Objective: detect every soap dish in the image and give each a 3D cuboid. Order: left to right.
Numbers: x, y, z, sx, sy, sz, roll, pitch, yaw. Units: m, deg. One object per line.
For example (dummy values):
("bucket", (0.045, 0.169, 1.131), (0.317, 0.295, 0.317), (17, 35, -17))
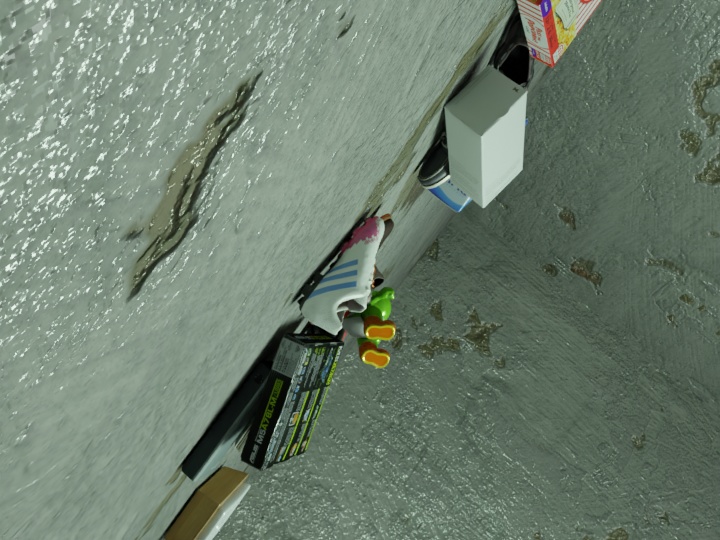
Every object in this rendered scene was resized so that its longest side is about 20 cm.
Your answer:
("soap dish", (-0.323, 0.510, 1.642), (0.159, 0.081, 0.200), (-53, 175, 7))

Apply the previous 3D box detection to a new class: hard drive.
("hard drive", (-0.198, 0.234, 1.229), (0.202, 0.033, 0.140), (-53, 175, -3))

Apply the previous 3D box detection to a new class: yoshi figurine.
("yoshi figurine", (0.027, 0.085, 1.402), (0.111, 0.113, 0.201), (-32, -151, 4))

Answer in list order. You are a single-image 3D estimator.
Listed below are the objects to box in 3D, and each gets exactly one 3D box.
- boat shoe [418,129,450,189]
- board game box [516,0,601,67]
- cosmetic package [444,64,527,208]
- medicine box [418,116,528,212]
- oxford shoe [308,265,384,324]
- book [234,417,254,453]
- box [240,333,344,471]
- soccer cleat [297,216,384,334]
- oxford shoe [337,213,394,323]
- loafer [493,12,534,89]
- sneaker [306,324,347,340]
("boat shoe", (0.158, -0.231, 1.318), (0.062, 0.073, 0.201), (30, 106, -41))
("board game box", (0.301, -0.414, 1.087), (0.202, 0.046, 0.151), (-54, 153, -2))
("cosmetic package", (0.199, -0.206, 1.223), (0.107, 0.085, 0.201), (-42, 153, -14))
("medicine box", (0.217, -0.231, 1.478), (0.202, 0.102, 0.182), (-56, 174, 19))
("oxford shoe", (-0.019, 0.039, 1.309), (0.200, 0.072, 0.072), (-47, 173, -48))
("book", (-0.167, 0.254, 1.372), (0.135, 0.048, 0.200), (-57, -174, -8))
("box", (-0.103, 0.201, 1.228), (0.193, 0.046, 0.205), (10, 100, -75))
("soccer cleat", (-0.010, 0.009, 1.133), (0.201, 0.086, 0.070), (-50, 175, -28))
("oxford shoe", (0.000, 0.000, 1.228), (0.201, 0.072, 0.071), (-52, 174, -10))
("loafer", (0.246, -0.327, 1.241), (0.201, 0.070, 0.064), (93, 17, -67))
("sneaker", (-0.081, 0.152, 1.429), (0.098, 0.069, 0.204), (88, 27, -74))
